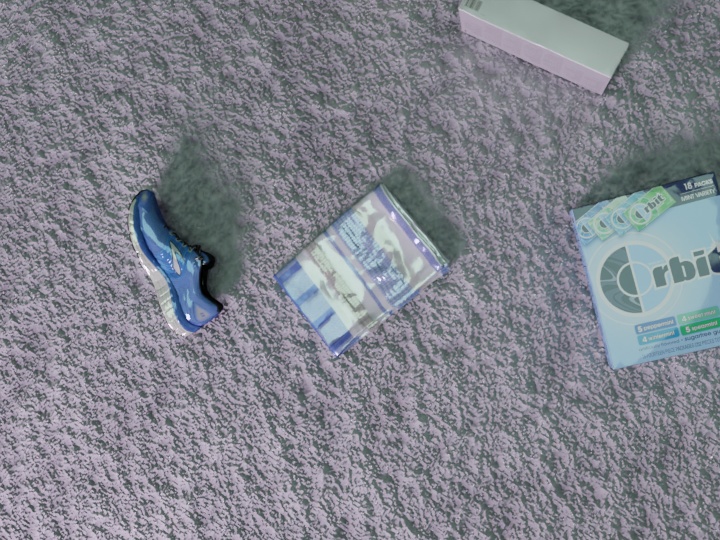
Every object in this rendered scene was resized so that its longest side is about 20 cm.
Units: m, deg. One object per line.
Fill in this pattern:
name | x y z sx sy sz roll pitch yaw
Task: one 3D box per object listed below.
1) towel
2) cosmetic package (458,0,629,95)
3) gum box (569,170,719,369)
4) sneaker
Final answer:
towel | 0.000 0.000 0.991 0.200 0.024 0.147 -39 82 8
cosmetic package | 0.220 -0.287 0.923 0.199 0.083 0.051 28 92 9
gum box | 0.361 0.001 0.913 0.169 0.045 0.201 -15 88 10
sneaker | -0.243 -0.018 1.016 0.089 0.079 0.201 -24 93 2
